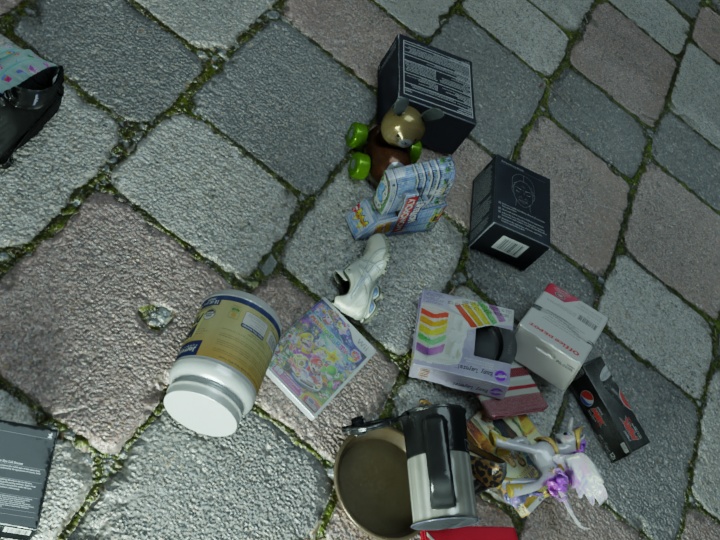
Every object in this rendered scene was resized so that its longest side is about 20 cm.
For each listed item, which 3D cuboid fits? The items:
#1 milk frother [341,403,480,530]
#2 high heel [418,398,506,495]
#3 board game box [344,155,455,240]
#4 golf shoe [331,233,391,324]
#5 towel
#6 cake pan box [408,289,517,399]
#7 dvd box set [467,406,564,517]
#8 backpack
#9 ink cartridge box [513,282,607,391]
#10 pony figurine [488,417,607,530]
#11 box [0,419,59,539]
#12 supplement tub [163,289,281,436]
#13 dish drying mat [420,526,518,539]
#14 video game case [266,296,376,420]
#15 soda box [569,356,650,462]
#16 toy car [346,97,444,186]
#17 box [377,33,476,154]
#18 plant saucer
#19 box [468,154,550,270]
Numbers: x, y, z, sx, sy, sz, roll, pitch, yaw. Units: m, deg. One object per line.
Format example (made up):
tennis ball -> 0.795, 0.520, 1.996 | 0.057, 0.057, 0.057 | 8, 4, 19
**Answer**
milk frother -> 0.082, 0.328, 1.443 | 0.180, 0.198, 0.190 | 42, 38, -57
high heel -> 0.182, 0.296, 1.535 | 0.071, 0.143, 0.201 | -18, 71, -36
board game box -> 0.078, -0.133, 1.742 | 0.198, 0.200, 0.062 | -16, 68, -21
golf shoe -> 0.000, 0.000, 1.664 | 0.096, 0.078, 0.202 | 21, 51, -12
towel -> 0.264, 0.200, 1.701 | 0.143, 0.023, 0.201 | -2, 48, -30
cake pan box -> 0.199, 0.140, 1.669 | 0.198, 0.053, 0.186 | 14, 53, -1
dvd box set -> 0.290, 0.343, 1.645 | 0.146, 0.029, 0.201 | -28, 77, -39
backpack -> -0.585, -0.291, 1.453 | 0.126, 0.167, 0.201 | 31, 44, -3
ink cartridge box -> 0.399, 0.132, 1.765 | 0.144, 0.085, 0.200 | 33, 37, 14
pony figurine -> 0.343, 0.362, 1.560 | 0.198, 0.167, 0.195 | -5, 54, -15
box -> -0.527, 0.274, 1.173 | 0.198, 0.079, 0.143 | 16, 57, -21
supplement tub -> -0.220, 0.147, 1.392 | 0.143, 0.145, 0.201 | 29, 50, -11
dish drying mat -> 0.194, 0.483, 1.507 | 0.198, 0.018, 0.078 | 9, 56, -26
video game case -> -0.076, 0.154, 1.556 | 0.143, 0.018, 0.200 | 45, 49, 2
soda box -> 0.506, 0.285, 1.788 | 0.070, 0.063, 0.201 | -15, 70, -36
toy car -> 0.086, -0.277, 1.806 | 0.163, 0.200, 0.159 | 11, 56, -24
box -> 0.146, -0.396, 1.968 | 0.198, 0.123, 0.200 | 16, 53, -19
plant saucer -> 0.039, 0.364, 1.484 | 0.198, 0.029, 0.202 | 15, 55, -23
box -> 0.330, -0.128, 1.918 | 0.147, 0.107, 0.202 | 22, 53, -16
